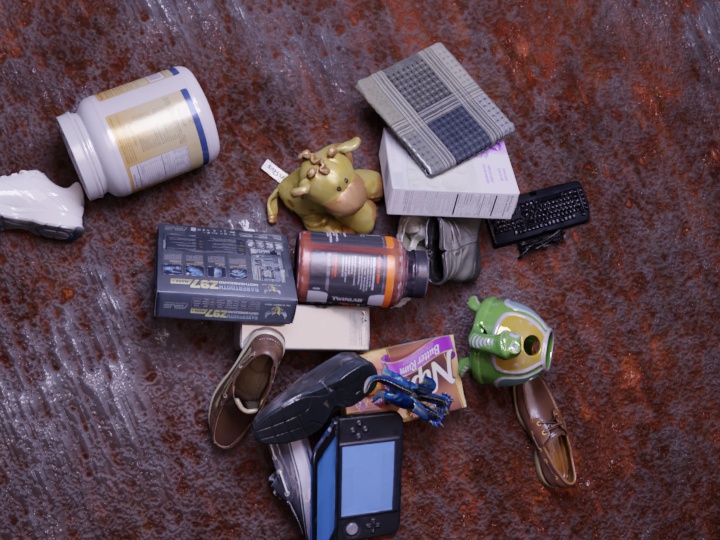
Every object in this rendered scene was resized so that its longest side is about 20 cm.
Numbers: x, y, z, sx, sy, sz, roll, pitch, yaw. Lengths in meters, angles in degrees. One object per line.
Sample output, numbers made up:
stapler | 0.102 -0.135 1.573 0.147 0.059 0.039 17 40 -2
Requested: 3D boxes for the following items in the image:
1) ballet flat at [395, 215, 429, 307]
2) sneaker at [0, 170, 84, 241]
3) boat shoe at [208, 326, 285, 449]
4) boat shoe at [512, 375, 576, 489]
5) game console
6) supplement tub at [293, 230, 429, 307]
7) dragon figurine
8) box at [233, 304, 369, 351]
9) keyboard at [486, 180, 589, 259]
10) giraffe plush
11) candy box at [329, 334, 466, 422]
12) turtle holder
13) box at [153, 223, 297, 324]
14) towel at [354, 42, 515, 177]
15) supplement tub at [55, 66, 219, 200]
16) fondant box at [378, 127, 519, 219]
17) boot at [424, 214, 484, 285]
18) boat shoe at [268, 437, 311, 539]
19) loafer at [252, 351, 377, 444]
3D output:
ballet flat | 0.088 -0.035 1.338 0.071 0.072 0.203 21 77 -13
sneaker | -0.487 -0.101 1.180 0.197 0.074 0.089 12 68 -22
boat shoe | -0.168 0.178 1.184 0.074 0.075 0.205 19 112 -12
boat shoe | 0.308 0.258 1.366 0.071 0.067 0.203 -17 88 -18
game console | -0.004 0.324 1.210 0.168 0.118 0.204 -3 104 -17
supplement tub | 0.000 0.000 1.243 0.196 0.107 0.109 4 82 -7
dragon figurine | 0.075 0.179 1.212 0.098 0.200 0.060 14 76 24
box | -0.089 0.087 1.262 0.196 0.082 0.070 3 83 -18
keyboard | 0.312 -0.088 1.425 0.197 0.040 0.106 -16 87 -17
giraffe plush | -0.046 -0.129 1.257 0.197 0.162 0.175 21 78 -14
candy box | 0.059 0.177 1.308 0.196 0.056 0.119 -9 86 -16
turtle holder | 0.228 0.105 1.294 0.130 0.186 0.143 8 59 21
box | -0.196 0.004 1.207 0.196 0.159 0.052 3 127 -16
towel | 0.115 -0.251 1.301 0.191 0.035 0.201 -31 75 -27
supplement tub | -0.316 -0.193 1.194 0.198 0.144 0.146 -24 90 -18
fondant box | 0.133 -0.152 1.298 0.196 0.059 0.146 2 47 -9
boot | 0.145 -0.077 1.323 0.130 0.067 0.204 7 79 -59
boat shoe | -0.102 0.309 1.238 0.067 0.072 0.204 -12 97 6
loafer | -0.072 0.182 1.206 0.198 0.072 0.074 -25 121 -21
